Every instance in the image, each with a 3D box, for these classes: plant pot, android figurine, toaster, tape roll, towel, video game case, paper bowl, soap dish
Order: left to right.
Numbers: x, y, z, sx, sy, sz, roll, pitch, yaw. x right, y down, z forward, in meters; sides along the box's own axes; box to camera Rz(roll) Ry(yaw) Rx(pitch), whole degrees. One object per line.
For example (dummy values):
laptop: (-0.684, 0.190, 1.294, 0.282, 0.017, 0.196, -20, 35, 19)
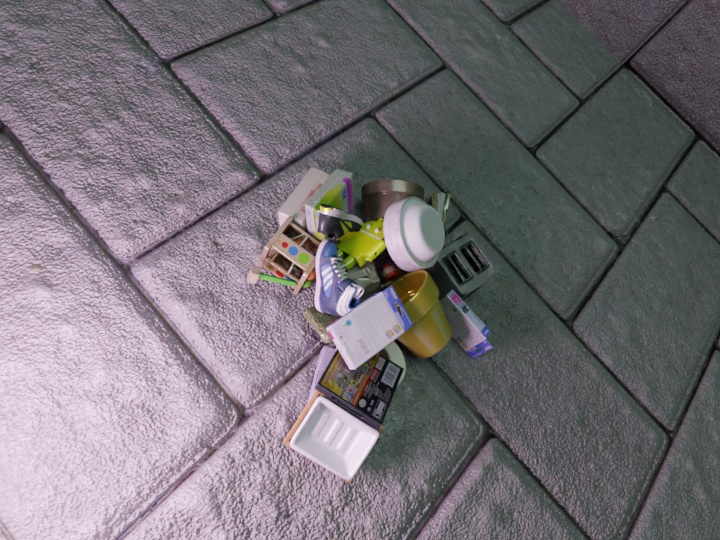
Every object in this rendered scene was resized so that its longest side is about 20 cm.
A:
soap dish: (-0.066, 0.396, 1.256, 0.198, 0.081, 0.159, 34, 89, -11)
towel: (-0.063, 0.136, 1.377, 0.146, 0.200, 0.037, -7, 109, -22)
video game case: (0.002, 0.268, 1.280, 0.179, 0.026, 0.201, 32, 38, 1)
android figurine: (0.008, -0.080, 1.463, 0.199, 0.181, 0.041, -40, 125, -14)
tape roll: (0.028, 0.241, 1.378, 0.199, 0.037, 0.205, 18, 41, -16)
plant pot: (0.097, -0.164, 1.585, 0.196, 0.200, 0.178, 5, 81, -19)
plant pot: (0.157, 0.134, 1.452, 0.201, 0.199, 0.190, -47, 109, -32)
paper bowl: (0.160, -0.105, 1.437, 0.199, 0.103, 0.205, 15, 70, -46)
toaster: (0.302, 0.004, 1.610, 0.179, 0.119, 0.202, -28, 79, -29)

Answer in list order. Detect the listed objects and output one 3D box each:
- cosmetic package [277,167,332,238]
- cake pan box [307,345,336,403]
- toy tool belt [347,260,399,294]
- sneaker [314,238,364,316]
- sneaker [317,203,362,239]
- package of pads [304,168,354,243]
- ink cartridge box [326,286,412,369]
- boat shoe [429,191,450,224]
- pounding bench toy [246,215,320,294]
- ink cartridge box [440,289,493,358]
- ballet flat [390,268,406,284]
cosmetic package: (-0.154, -0.194, 1.521, 0.086, 0.104, 0.202, 22, 59, 14)
cake pan box: (-0.040, 0.317, 1.365, 0.181, 0.052, 0.203, 21, 60, -14)
toy tool belt: (0.000, 0.000, 1.485, 0.197, 0.125, 0.124, -24, 69, -9)
sneaker: (-0.045, 0.019, 1.356, 0.080, 0.144, 0.205, 10, 83, -56)
sneaker: (-0.063, -0.124, 1.403, 0.074, 0.199, 0.086, 22, 94, 29)
package of pads: (-0.087, -0.173, 1.488, 0.067, 0.156, 0.201, 18, 47, 19)
ink cartridge box: (0.026, 0.140, 1.282, 0.198, 0.042, 0.121, -33, 93, -21)
boat shoe: (0.249, -0.170, 1.706, 0.067, 0.075, 0.203, 12, 62, 7)
pounding bench toy: (-0.198, -0.009, 1.412, 0.155, 0.124, 0.201, 35, 58, -3)
ink cartridge box: (0.305, 0.163, 1.535, 0.042, 0.120, 0.201, -36, 82, -33)
ballet flat: (0.165, 0.066, 1.561, 0.200, 0.069, 0.063, 46, 28, 1)
